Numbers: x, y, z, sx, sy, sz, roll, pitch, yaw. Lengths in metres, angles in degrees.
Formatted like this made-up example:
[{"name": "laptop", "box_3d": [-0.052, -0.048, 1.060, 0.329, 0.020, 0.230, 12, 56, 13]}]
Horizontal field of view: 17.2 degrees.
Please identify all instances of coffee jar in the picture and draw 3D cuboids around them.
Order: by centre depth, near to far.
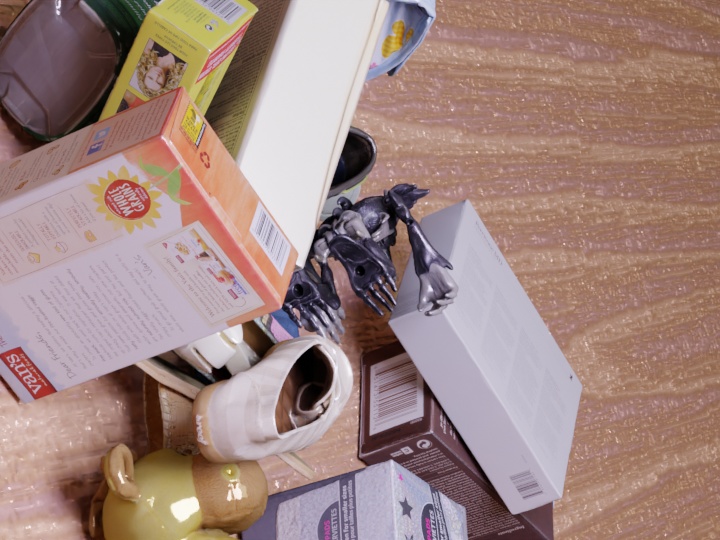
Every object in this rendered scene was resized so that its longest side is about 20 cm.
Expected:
[{"name": "coffee jar", "box_3d": [-0.158, -0.151, 1.612, 0.085, 0.104, 0.200, 47, 26, 8]}]

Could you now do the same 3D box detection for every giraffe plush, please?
[{"name": "giraffe plush", "box_3d": [-0.099, 0.183, 1.495, 0.199, 0.173, 0.163, -14, 71, -28]}]

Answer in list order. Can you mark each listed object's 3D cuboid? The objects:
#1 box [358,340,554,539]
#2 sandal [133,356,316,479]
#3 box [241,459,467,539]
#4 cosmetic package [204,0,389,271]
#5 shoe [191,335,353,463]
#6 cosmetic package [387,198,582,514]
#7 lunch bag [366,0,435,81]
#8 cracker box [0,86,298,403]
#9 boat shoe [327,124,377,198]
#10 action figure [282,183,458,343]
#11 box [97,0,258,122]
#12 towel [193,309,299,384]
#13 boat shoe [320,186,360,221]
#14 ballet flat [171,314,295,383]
[{"name": "box", "box_3d": [0.079, 0.144, 1.912, 0.200, 0.074, 0.101, 43, 37, -41]}, {"name": "sandal", "box_3d": [-0.130, 0.096, 1.569, 0.211, 0.070, 0.078, 41, -3, -21]}, {"name": "box", "box_3d": [0.002, 0.250, 1.624, 0.115, 0.131, 0.202, 36, 43, -51]}, {"name": "cosmetic package", "box_3d": [-0.060, -0.097, 1.579, 0.073, 0.103, 0.202, 26, 69, -25]}, {"name": "shoe", "box_3d": [-0.041, 0.082, 1.510, 0.200, 0.053, 0.071, -24, 100, -66]}, {"name": "cosmetic package", "box_3d": [0.102, 0.067, 1.872, 0.201, 0.051, 0.151, 57, 29, -23]}, {"name": "lunch bag", "box_3d": [-0.025, -0.229, 1.816, 0.127, 0.199, 0.171, 36, 42, -48]}, {"name": "cracker box", "box_3d": [-0.156, -0.012, 1.422, 0.134, 0.199, 0.058, 56, 29, -27]}, {"name": "boat shoe", "box_3d": [-0.061, -0.076, 1.685, 0.201, 0.060, 0.072, -14, 84, -57]}, {"name": "action figure", "box_3d": [0.000, 0.000, 1.709, 0.103, 0.118, 0.200, 66, 16, -6]}, {"name": "box", "box_3d": [-0.135, -0.093, 1.521, 0.050, 0.201, 0.075, 33, 36, 5]}, {"name": "towel", "box_3d": [-0.092, 0.017, 1.695, 0.111, 0.048, 0.202, 14, 61, -59]}, {"name": "boat shoe", "box_3d": [-0.082, -0.109, 1.787, 0.200, 0.076, 0.060, 47, -5, -34]}, {"name": "ballet flat", "box_3d": [-0.085, 0.051, 1.566, 0.200, 0.069, 0.071, 42, 15, -39]}]
